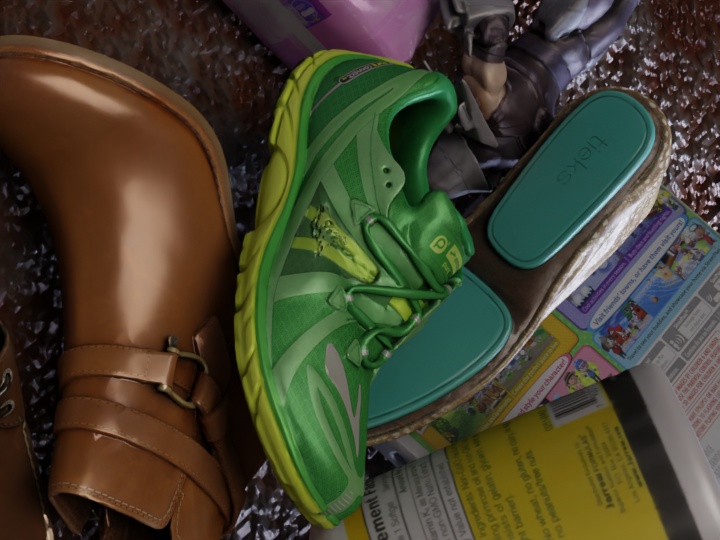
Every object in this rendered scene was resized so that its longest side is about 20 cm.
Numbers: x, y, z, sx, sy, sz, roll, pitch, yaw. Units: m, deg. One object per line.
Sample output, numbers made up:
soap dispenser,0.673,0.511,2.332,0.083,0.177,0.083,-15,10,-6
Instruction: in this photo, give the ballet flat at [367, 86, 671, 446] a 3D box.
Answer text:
ballet flat,0.058,0.008,0.929,0.200,0.065,0.071,-41,67,0

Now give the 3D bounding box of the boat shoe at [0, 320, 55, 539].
boat shoe,-0.163,0.045,0.816,0.072,0.068,0.201,-31,100,-35

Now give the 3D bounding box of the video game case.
video game case,0.105,0.045,0.985,0.182,0.022,0.200,41,60,5

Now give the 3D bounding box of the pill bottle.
pill bottle,0.049,0.126,0.869,0.199,0.114,0.115,-23,96,4

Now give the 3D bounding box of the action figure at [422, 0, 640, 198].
action figure,0.088,-0.103,0.962,0.200,0.069,0.130,-47,154,-7

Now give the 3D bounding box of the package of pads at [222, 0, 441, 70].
package of pads,-0.034,-0.180,0.938,0.200,0.075,0.121,44,57,-20

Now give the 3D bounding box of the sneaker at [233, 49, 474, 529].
sneaker,0.000,0.000,0.853,0.074,0.083,0.202,56,36,-60

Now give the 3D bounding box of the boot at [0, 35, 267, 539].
boot,-0.100,0.020,0.849,0.200,0.076,0.156,49,48,-39
